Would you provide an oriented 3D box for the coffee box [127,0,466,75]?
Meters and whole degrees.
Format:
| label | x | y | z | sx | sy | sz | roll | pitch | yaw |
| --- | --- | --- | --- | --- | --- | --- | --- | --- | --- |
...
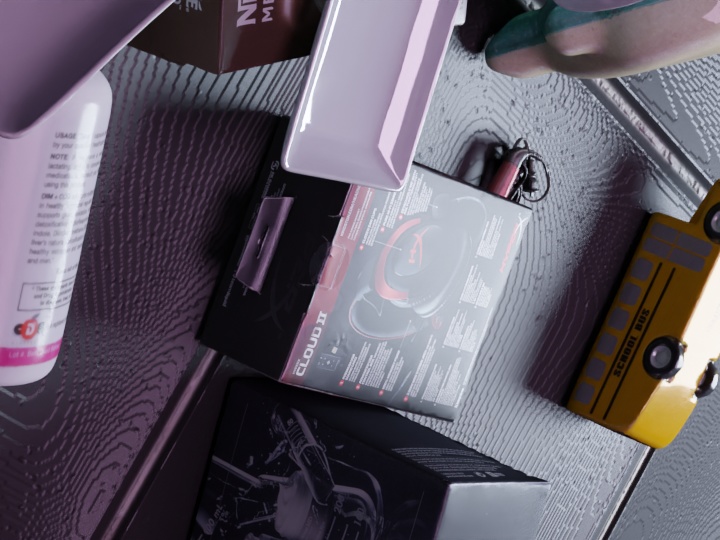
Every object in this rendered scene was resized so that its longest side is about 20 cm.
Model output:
| label | x | y | z | sx | sy | sz | roll | pitch | yaw |
| --- | --- | --- | --- | --- | --- | --- | --- | --- | --- |
| coffee box | -0.030 | -0.183 | 1.249 | 0.200 | 0.080 | 0.115 | -18 | 120 | -43 |

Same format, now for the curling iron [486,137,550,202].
| label | x | y | z | sx | sy | sz | roll | pitch | yaw |
| --- | --- | --- | --- | --- | --- | --- | --- | --- | --- |
| curling iron | 0.071 | 0.004 | 1.495 | 0.050 | 0.026 | 0.200 | 36 | 80 | -47 |

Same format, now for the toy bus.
| label | x | y | z | sx | sy | sz | roll | pitch | yaw |
| --- | --- | --- | --- | --- | --- | --- | --- | --- | --- |
| toy bus | 0.231 | 0.028 | 1.649 | 0.065 | 0.078 | 0.200 | 26 | 87 | -50 |

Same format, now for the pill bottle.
| label | x | y | z | sx | sy | sz | roll | pitch | yaw |
| --- | --- | --- | --- | --- | --- | --- | --- | --- | --- |
| pill bottle | -0.185 | -0.054 | 1.107 | 0.113 | 0.113 | 0.201 | 1 | 107 | -49 |

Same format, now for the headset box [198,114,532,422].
| label | x | y | z | sx | sy | sz | roll | pitch | yaw |
| --- | --- | --- | --- | --- | --- | --- | --- | --- | --- |
| headset box | 0.000 | 0.000 | 1.374 | 0.200 | 0.075 | 0.149 | 16 | 95 | -51 |

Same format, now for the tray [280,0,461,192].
| label | x | y | z | sx | sy | sz | roll | pitch | yaw |
| --- | --- | --- | --- | --- | --- | --- | --- | --- | --- |
| tray | 0.013 | -0.146 | 1.234 | 0.107 | 0.022 | 0.201 | 9 | 100 | -50 |

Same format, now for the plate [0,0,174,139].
| label | x | y | z | sx | sy | sz | roll | pitch | yaw |
| --- | --- | --- | --- | --- | --- | --- | --- | --- | --- |
| plate | -0.162 | -0.173 | 1.041 | 0.200 | 0.199 | 0.032 | -45 | 168 | -25 |

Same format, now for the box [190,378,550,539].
| label | x | y | z | sx | sy | sz | roll | pitch | yaw |
| --- | --- | --- | --- | --- | --- | --- | --- | --- | --- |
| box | -0.008 | 0.189 | 1.372 | 0.104 | 0.182 | 0.201 | 5 | 103 | -49 |

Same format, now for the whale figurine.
| label | x | y | z | sx | sy | sz | roll | pitch | yaw |
| --- | --- | --- | --- | --- | --- | --- | --- | --- | --- |
| whale figurine | 0.165 | -0.174 | 1.407 | 0.159 | 0.200 | 0.104 | -17 | 95 | -42 |

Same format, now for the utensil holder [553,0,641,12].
| label | x | y | z | sx | sy | sz | roll | pitch | yaw |
| --- | --- | --- | --- | --- | --- | --- | --- | --- | --- |
| utensil holder | 0.123 | -0.261 | 1.182 | 0.170 | 0.170 | 0.200 | -45 | 116 | -25 |
